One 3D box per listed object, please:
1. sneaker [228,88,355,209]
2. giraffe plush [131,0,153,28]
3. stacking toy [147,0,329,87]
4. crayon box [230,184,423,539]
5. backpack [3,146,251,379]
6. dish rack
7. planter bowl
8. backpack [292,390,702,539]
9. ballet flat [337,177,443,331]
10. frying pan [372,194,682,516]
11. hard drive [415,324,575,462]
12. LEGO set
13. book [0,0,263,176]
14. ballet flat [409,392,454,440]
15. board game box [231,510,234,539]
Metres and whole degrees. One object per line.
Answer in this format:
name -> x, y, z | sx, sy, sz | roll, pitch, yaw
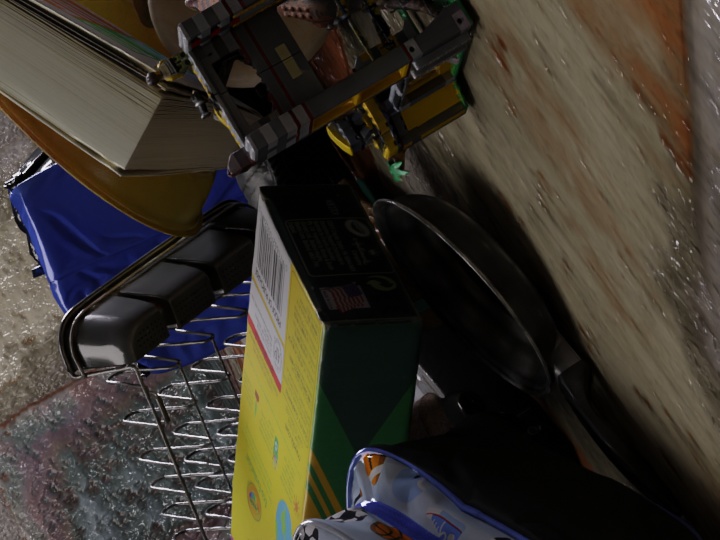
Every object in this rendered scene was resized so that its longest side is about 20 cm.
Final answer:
sneaker -> -0.054, -0.078, 1.634 | 0.200, 0.060, 0.104 | 68, 168, -22
giraffe plush -> -0.135, -0.206, 1.379 | 0.200, 0.173, 0.162 | 28, 171, 23
stacking toy -> -0.057, -0.124, 1.399 | 0.086, 0.085, 0.200 | 59, 177, -2
crayon box -> -0.020, 0.076, 1.398 | 0.127, 0.051, 0.201 | -117, 29, -55
backpack -> -0.127, -0.032, 1.822 | 0.200, 0.162, 0.168 | -116, 7, -79
dish rack -> -0.061, 0.079, 1.560 | 0.054, 0.153, 0.201 | -1, 117, 46
planter bowl -> -0.127, -0.117, 1.523 | 0.200, 0.083, 0.200 | 43, -166, -13
backpack -> 0.058, 0.179, 1.265 | 0.200, 0.154, 0.191 | 32, 132, 51
ballet flat -> 0.000, 0.000, 1.506 | 0.068, 0.072, 0.200 | 60, 173, -19
frying pan -> 0.070, 0.023, 1.282 | 0.190, 0.031, 0.115 | 35, 162, 47
hard drive -> 0.073, 0.099, 1.555 | 0.200, 0.038, 0.140 | 51, 169, 53
LEGO set -> -0.046, -0.115, 1.171 | 0.200, 0.116, 0.154 | 60, 173, -2
book -> -0.152, -0.110, 1.360 | 0.200, 0.048, 0.134 | 32, -171, 16
ballet flat -> 0.024, 0.107, 1.501 | 0.068, 0.067, 0.200 | 58, 173, 16
board game box -> -0.003, 0.230, 1.501 | 0.153, 0.040, 0.201 | 28, -129, -39
